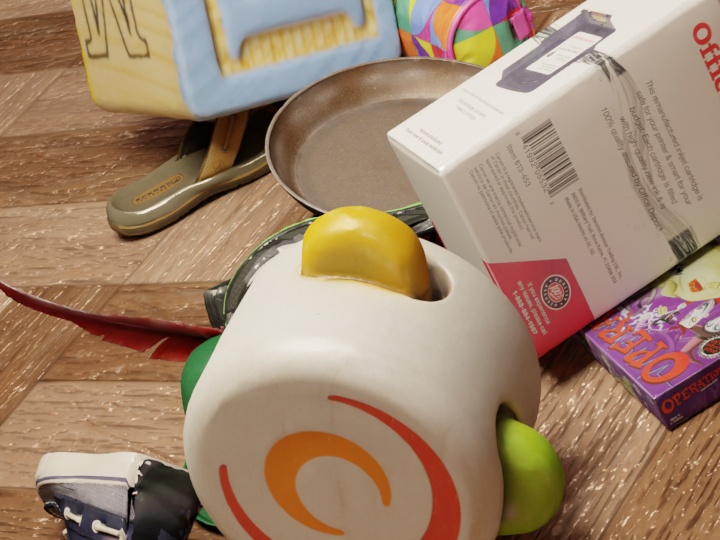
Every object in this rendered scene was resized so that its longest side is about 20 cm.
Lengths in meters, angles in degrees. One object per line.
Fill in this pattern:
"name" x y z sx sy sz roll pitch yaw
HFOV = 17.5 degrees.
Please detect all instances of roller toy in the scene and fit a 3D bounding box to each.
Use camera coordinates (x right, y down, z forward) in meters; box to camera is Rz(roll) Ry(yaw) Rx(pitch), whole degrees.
"roller toy" 0.003 0.075 1.289 0.182 0.200 0.140 -33 20 36

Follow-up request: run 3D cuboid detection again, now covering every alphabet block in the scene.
"alphabet block" -0.108 -0.233 1.825 0.194 0.198 0.200 -16 13 -27

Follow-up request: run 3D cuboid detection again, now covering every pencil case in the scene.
"pencil case" 0.064 -0.200 1.813 0.088 0.089 0.200 -32 29 -9

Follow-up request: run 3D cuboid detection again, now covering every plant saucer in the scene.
"plant saucer" 0.033 -0.082 1.637 0.198 0.032 0.201 -2 39 2

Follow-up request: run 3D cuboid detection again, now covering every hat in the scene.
"hat" -0.079 0.043 1.424 0.199 0.177 0.166 -33 28 -10

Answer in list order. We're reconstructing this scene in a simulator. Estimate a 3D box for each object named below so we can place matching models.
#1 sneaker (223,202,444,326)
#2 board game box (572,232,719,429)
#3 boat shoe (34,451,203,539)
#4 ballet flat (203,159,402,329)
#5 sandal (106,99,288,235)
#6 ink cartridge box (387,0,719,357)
"sneaker" 0.000 0.000 1.517 0.199 0.077 0.084 -19 11 11
"board game box" 0.187 0.015 1.401 0.120 0.032 0.200 -35 29 -4
"boat shoe" -0.159 0.163 1.412 0.200 0.074 0.093 -18 54 66
"ballet flat" -0.031 -0.018 1.613 0.066 0.057 0.200 4 40 45
"sandal" -0.116 -0.097 1.824 0.199 0.054 0.080 -30 28 -7
"ink cartridge box" 0.140 -0.068 1.395 0.199 0.145 0.084 -34 28 -9
